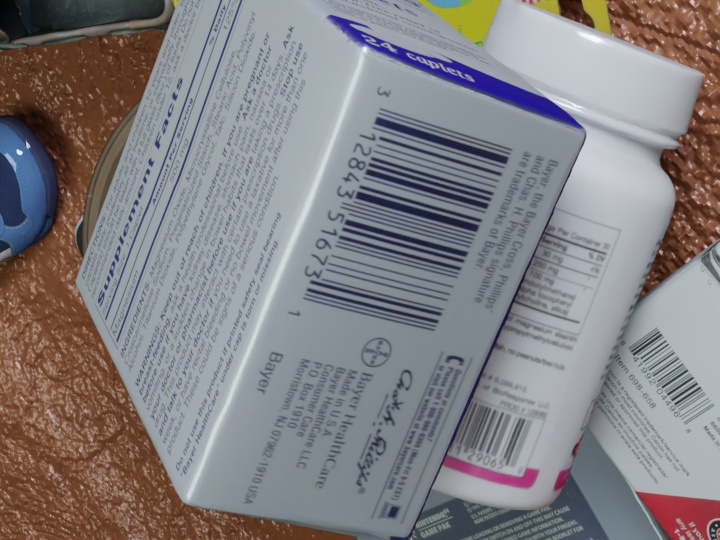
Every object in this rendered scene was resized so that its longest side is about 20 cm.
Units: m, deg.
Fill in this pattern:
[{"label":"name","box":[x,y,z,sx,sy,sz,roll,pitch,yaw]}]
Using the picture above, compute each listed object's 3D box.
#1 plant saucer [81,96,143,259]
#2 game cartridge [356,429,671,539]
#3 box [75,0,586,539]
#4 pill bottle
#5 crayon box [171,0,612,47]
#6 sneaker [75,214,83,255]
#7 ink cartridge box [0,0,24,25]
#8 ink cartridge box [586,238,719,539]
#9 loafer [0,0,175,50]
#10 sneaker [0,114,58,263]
[{"label":"plant saucer","box":[-0.047,-0.014,0.931,0.198,0.029,0.203,0,97,1]},{"label":"game cartridge","box":[0.081,0.134,0.979,0.199,0.041,0.134,-29,88,43]},{"label":"box","box":[-0.023,-0.023,0.735,0.185,0.104,0.200,-67,29,16]},{"label":"pill bottle","box":[0.070,-0.008,0.789,0.113,0.113,0.202,26,101,25]},{"label":"crayon box","box":[0.020,-0.104,0.852,0.198,0.051,0.128,-9,114,9]},{"label":"sneaker","box":[-0.111,0.004,1.022,0.198,0.099,0.071,13,121,34]},{"label":"ink cartridge box","box":[-0.250,-0.204,1.037,0.198,0.084,0.147,-2,111,38]},{"label":"ink cartridge box","box":[0.204,0.043,0.800,0.145,0.084,0.200,53,136,4]},{"label":"loafer","box":[-0.166,-0.147,0.919,0.198,0.063,0.073,0,111,20]},{"label":"sneaker","box":[-0.261,-0.023,1.138,0.074,0.082,0.200,53,131,5]}]
